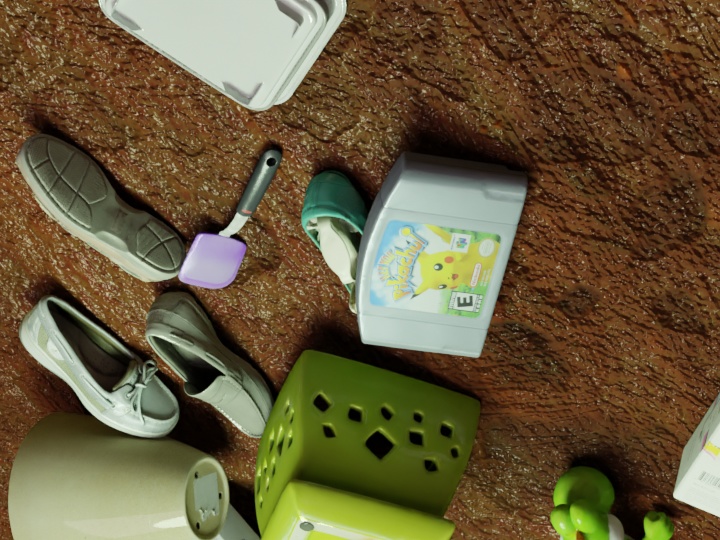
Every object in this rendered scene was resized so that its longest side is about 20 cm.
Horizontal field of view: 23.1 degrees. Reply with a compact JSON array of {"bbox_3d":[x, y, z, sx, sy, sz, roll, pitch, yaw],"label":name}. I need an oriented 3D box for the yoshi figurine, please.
[{"bbox_3d":[0.253,0.269,1.808,0.112,0.112,0.200,43,175,45],"label":"yoshi figurine"}]

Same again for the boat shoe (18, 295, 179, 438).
[{"bbox_3d":[-0.274,0.104,1.891,0.202,0.075,0.065,42,141,-8],"label":"boat shoe"}]

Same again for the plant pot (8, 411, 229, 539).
[{"bbox_3d":[-0.251,0.248,1.937,0.198,0.188,0.188,-4,131,28],"label":"plant pot"}]

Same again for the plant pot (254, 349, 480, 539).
[{"bbox_3d":[-0.003,0.227,1.778,0.198,0.183,0.200,16,138,-9],"label":"plant pot"}]

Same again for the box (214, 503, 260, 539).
[{"bbox_3d":[-0.167,0.346,2.053,0.156,0.041,0.201,45,146,27],"label":"box"}]

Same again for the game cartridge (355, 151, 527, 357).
[{"bbox_3d":[0.065,-0.010,1.585,0.132,0.041,0.201,9,125,-5],"label":"game cartridge"}]

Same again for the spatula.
[{"bbox_3d":[-0.117,-0.050,1.691,0.056,0.021,0.200,14,138,-20],"label":"spatula"}]

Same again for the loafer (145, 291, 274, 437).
[{"bbox_3d":[-0.159,0.110,1.841,0.070,0.070,0.200,-18,123,37],"label":"loafer"}]

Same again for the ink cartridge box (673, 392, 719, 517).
[{"bbox_3d":[0.381,0.155,1.629,0.116,0.068,0.201,23,140,2],"label":"ink cartridge box"}]

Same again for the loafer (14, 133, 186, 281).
[{"bbox_3d":[-0.264,-0.052,1.734,0.200,0.072,0.063,39,144,-19],"label":"loafer"}]

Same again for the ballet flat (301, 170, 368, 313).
[{"bbox_3d":[0.000,0.000,1.654,0.067,0.071,0.201,-11,127,33],"label":"ballet flat"}]

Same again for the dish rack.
[{"bbox_3d":[-0.127,-0.226,1.509,0.199,0.044,0.172,33,139,-7],"label":"dish rack"}]
